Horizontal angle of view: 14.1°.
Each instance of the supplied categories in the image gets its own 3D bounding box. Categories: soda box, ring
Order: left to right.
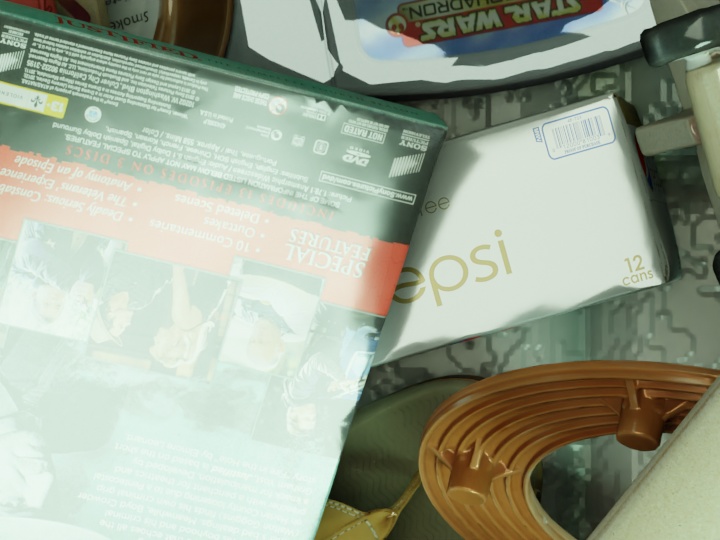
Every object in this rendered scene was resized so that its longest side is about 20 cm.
[{"bbox_3d":[0.000,0.000,0.943,0.199,0.068,0.064,-15,88,10],"label":"soda box"},{"bbox_3d":[0.112,0.082,0.867,0.200,0.201,0.019,11,64,9],"label":"ring"}]

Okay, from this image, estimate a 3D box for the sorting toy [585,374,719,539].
[{"bbox_3d":[0.169,0.071,0.775,0.199,0.037,0.185,18,122,-31],"label":"sorting toy"}]

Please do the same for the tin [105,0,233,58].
[{"bbox_3d":[-0.108,-0.134,0.959,0.112,0.042,0.201,-15,87,31],"label":"tin"}]

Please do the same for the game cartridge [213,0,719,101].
[{"bbox_3d":[0.041,-0.126,0.951,0.199,0.042,0.134,-10,85,10],"label":"game cartridge"}]

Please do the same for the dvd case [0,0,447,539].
[{"bbox_3d":[-0.071,0.030,0.885,0.145,0.022,0.201,13,105,-15],"label":"dvd case"}]

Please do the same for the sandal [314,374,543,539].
[{"bbox_3d":[-0.029,0.104,0.957,0.199,0.054,0.081,-26,86,10],"label":"sandal"}]

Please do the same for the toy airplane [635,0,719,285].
[{"bbox_3d":[0.150,-0.055,0.825,0.141,0.200,0.200,-19,47,3],"label":"toy airplane"}]

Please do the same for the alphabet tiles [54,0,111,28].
[{"bbox_3d":[-0.167,-0.135,0.910,0.199,0.167,0.006,19,51,27],"label":"alphabet tiles"}]

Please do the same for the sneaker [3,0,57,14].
[{"bbox_3d":[-0.138,-0.023,0.937,0.082,0.078,0.200,26,136,-13],"label":"sneaker"}]
